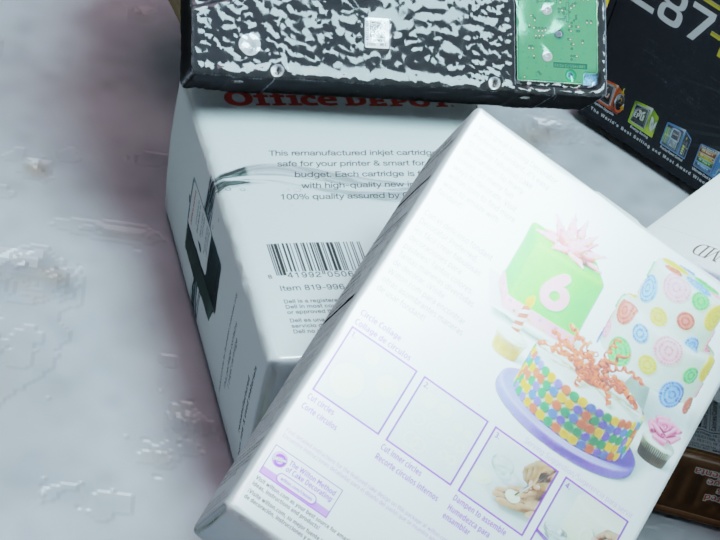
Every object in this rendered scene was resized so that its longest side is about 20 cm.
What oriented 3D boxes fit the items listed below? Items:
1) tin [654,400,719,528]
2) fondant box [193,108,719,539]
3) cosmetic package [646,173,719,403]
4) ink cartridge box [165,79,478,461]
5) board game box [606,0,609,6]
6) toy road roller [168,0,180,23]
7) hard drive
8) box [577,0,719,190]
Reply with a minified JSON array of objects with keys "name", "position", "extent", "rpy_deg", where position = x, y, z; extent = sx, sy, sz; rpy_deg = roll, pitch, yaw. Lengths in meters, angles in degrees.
[{"name":"tin","position":[0.180,0.070,1.045],"extent":[0.199,0.042,0.112],"rpy_deg":[15,34,0]},{"name":"fondant box","position":[0.048,0.058,0.905],"extent":[0.144,0.058,0.201],"rpy_deg":[35,67,-5]},{"name":"cosmetic package","position":[0.229,-0.020,1.004],"extent":[0.200,0.085,0.107],"rpy_deg":[-35,32,-23]},{"name":"ink cartridge box","position":[0.000,0.000,1.033],"extent":[0.146,0.083,0.201],"rpy_deg":[0,41,-17]},{"name":"board game box","position":[0.080,-0.176,1.312],"extent":[0.126,0.035,0.200],"rpy_deg":[-10,45,-27]},{"name":"toy road roller","position":[0.003,-0.180,1.153],"extent":[0.200,0.123,0.146],"rpy_deg":[-34,16,-24]},{"name":"hard drive","position":[0.016,-0.149,1.061],"extent":[0.199,0.038,0.141],"rpy_deg":[1,82,-14]},{"name":"box","position":[0.218,-0.103,1.166],"extent":[0.200,0.162,0.049],"rpy_deg":[37,39,25]}]
